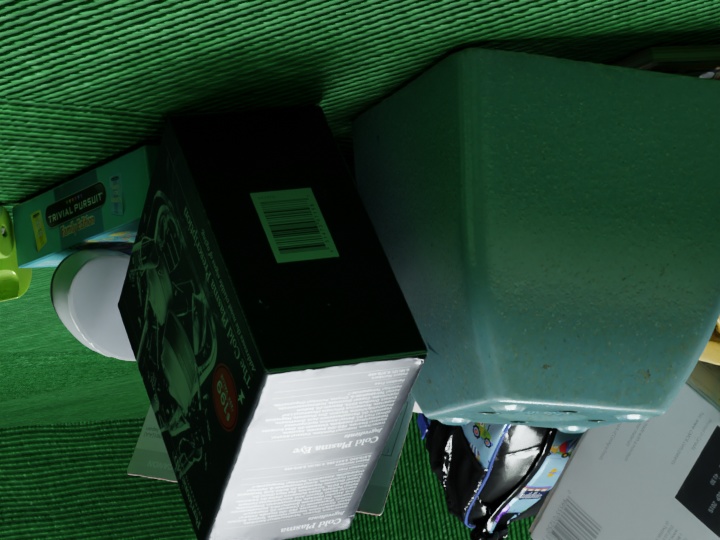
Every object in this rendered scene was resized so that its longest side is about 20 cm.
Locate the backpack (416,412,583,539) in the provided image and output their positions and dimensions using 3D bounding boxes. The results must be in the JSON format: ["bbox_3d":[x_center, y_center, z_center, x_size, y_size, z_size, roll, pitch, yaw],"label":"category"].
[{"bbox_3d":[0.147,0.088,1.493,0.182,0.135,0.200,-14,147,-21],"label":"backpack"}]

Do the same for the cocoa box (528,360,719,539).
[{"bbox_3d":[0.232,0.134,1.363,0.131,0.133,0.200,-22,146,-43],"label":"cocoa box"}]

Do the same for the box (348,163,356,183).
[{"bbox_3d":[0.000,0.000,1.470,0.200,0.124,0.098,-16,-149,46],"label":"box"}]

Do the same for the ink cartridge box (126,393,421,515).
[{"bbox_3d":[-0.040,0.073,1.348,0.200,0.176,0.045,6,158,29],"label":"ink cartridge box"}]

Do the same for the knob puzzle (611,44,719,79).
[{"bbox_3d":[0.209,-0.109,1.331,0.219,0.031,0.220,-9,174,-1],"label":"knob puzzle"}]

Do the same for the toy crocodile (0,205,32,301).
[{"bbox_3d":[-0.288,-0.015,1.385,0.067,0.062,0.200,-10,173,14],"label":"toy crocodile"}]

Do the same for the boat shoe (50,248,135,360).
[{"bbox_3d":[-0.170,0.024,1.440,0.070,0.071,0.200,19,179,30],"label":"boat shoe"}]

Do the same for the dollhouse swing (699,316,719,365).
[{"bbox_3d":[0.292,-0.058,1.293,0.182,0.176,0.200,14,121,-27],"label":"dollhouse swing"}]

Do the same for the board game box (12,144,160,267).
[{"bbox_3d":[-0.128,-0.044,1.395,0.151,0.047,0.200,-3,171,-36],"label":"board game box"}]

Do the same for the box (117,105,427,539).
[{"bbox_3d":[-0.061,0.035,1.228,0.104,0.200,0.182,-6,142,-23],"label":"box"}]

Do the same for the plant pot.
[{"bbox_3d":[0.113,-0.006,1.236,0.195,0.200,0.196,5,170,-20],"label":"plant pot"}]
